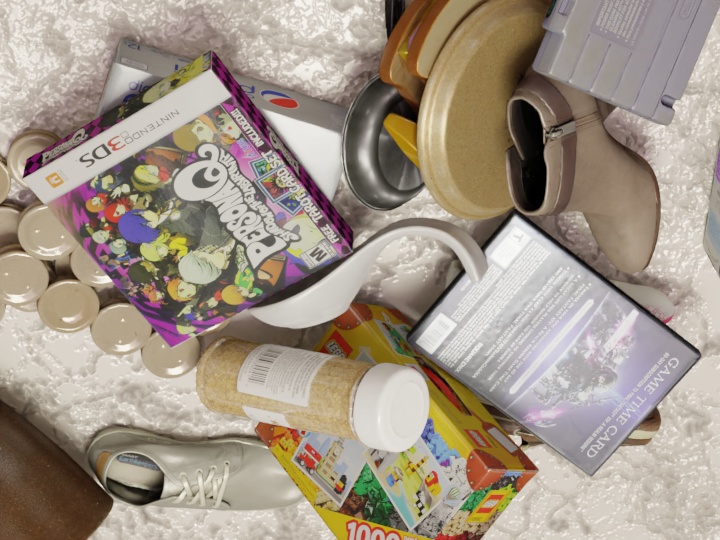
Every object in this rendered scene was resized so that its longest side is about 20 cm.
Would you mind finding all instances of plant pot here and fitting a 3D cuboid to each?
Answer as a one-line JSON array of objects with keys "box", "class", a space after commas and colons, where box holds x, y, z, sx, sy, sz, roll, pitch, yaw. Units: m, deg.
[{"box": [-0.341, 0.172, 1.519, 0.187, 0.187, 0.200, -34, 99, 12], "class": "plant pot"}]

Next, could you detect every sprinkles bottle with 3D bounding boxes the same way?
[{"box": [-0.041, 0.098, 1.472, 0.200, 0.068, 0.068, 8, 123, 38], "class": "sprinkles bottle"}]

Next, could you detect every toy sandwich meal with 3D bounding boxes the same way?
[{"box": [0.094, -0.137, 1.429, 0.205, 0.070, 0.205, -22, 124, -38], "class": "toy sandwich meal"}]

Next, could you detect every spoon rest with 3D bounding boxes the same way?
[{"box": [0.000, 0.000, 1.467, 0.200, 0.099, 0.061, -14, 102, 18], "class": "spoon rest"}]

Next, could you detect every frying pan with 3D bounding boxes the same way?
[{"box": [0.040, -0.139, 1.448, 0.115, 0.031, 0.190, 21, 85, -48], "class": "frying pan"}]

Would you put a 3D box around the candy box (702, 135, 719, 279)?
[{"box": [0.381, -0.091, 1.484, 0.167, 0.072, 0.200, 2, 114, -5], "class": "candy box"}]

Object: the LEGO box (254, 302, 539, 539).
[{"box": [0.027, 0.149, 1.505, 0.077, 0.200, 0.149, 10, 122, -52], "class": "LEGO box"}]

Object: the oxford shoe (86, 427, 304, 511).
[{"box": [-0.141, 0.183, 1.589, 0.200, 0.058, 0.075, 9, 112, -10], "class": "oxford shoe"}]

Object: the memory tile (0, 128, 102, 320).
[{"box": [-0.316, -0.024, 1.502, 0.200, 0.017, 0.153, -20, 115, 6], "class": "memory tile"}]

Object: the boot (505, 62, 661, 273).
[{"box": [0.166, -0.072, 1.410, 0.070, 0.146, 0.200, -6, 106, 36], "class": "boot"}]

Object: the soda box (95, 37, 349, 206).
[{"box": [-0.108, -0.117, 1.445, 0.200, 0.063, 0.068, 17, 114, -11], "class": "soda box"}]

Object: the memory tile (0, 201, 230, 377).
[{"box": [-0.193, -0.001, 1.496, 0.200, 0.017, 0.153, 28, 109, -25], "class": "memory tile"}]

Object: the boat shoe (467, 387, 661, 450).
[{"box": [0.157, 0.120, 1.577, 0.202, 0.075, 0.075, 17, 126, -4], "class": "boat shoe"}]

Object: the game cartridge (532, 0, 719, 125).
[{"box": [0.215, -0.221, 1.348, 0.130, 0.038, 0.200, 20, 97, -26], "class": "game cartridge"}]

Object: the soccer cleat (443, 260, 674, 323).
[{"box": [0.166, 0.020, 1.525, 0.200, 0.070, 0.086, -6, 105, -4], "class": "soccer cleat"}]

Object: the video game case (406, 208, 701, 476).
[{"box": [0.159, 0.062, 1.495, 0.200, 0.019, 0.143, 36, 107, -12], "class": "video game case"}]

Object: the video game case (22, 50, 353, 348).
[{"box": [-0.133, -0.051, 1.425, 0.181, 0.036, 0.200, -27, 121, 17], "class": "video game case"}]
